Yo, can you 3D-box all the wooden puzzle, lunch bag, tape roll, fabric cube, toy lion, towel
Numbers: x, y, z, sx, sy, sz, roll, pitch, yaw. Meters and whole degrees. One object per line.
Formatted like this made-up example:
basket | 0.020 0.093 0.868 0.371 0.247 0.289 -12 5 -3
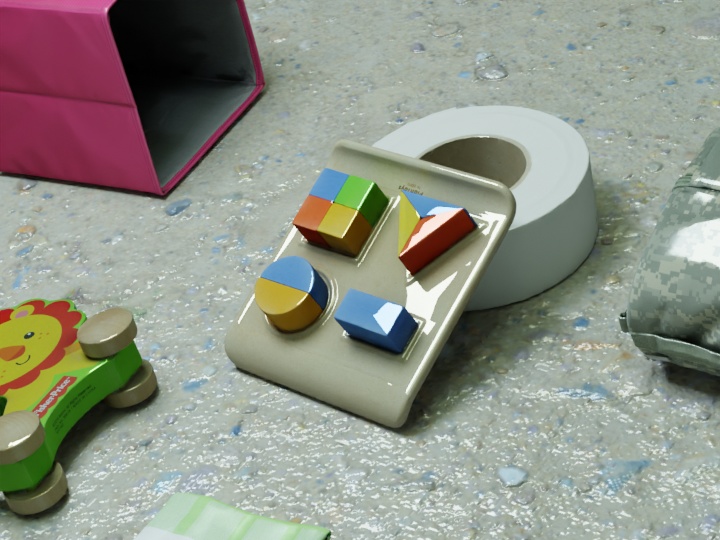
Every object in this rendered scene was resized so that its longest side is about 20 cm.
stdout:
wooden puzzle | 0.000 0.000 1.441 0.184 0.046 0.201 18 74 36
lunch bag | 0.299 0.006 1.336 0.199 0.140 0.168 17 61 40
tape roll | 0.092 -0.055 1.547 0.201 0.071 0.203 -9 35 6
fabric cube | -0.237 -0.213 1.763 0.198 0.201 0.196 9 41 29
toy lion | -0.270 0.092 1.471 0.190 0.069 0.200 3 37 33
towel | -0.124 0.224 1.256 0.148 0.031 0.200 11 41 30
